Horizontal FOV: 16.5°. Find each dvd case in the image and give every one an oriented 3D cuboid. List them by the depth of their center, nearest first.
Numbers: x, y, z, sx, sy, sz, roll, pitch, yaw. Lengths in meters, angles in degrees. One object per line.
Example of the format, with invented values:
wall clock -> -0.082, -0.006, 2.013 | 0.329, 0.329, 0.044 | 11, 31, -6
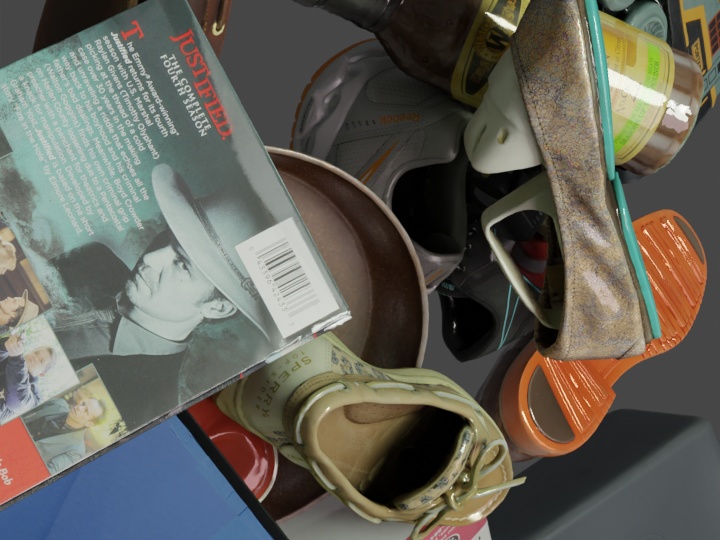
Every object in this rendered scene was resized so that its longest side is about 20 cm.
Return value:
dvd case -> -0.119, -0.001, 0.912 | 0.200, 0.022, 0.146 | -29, 91, -21

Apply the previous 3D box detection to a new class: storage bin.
storage bin -> 0.134, 0.171, 1.412 | 0.200, 0.145, 0.135 | -29, 108, -32

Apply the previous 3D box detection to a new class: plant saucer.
plant saucer -> -0.069, 0.029, 1.092 | 0.200, 0.035, 0.201 | -9, 120, -16

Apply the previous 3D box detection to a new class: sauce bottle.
sauce bottle -> 0.058, -0.103, 1.106 | 0.199, 0.065, 0.065 | 20, 103, -23

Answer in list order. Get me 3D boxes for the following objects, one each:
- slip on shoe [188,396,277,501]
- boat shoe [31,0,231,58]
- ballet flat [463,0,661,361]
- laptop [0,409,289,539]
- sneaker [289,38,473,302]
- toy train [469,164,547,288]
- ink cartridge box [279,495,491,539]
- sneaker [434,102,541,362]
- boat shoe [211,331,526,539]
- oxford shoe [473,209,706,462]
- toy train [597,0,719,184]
slip on shoe -> -0.103, 0.045, 1.032 | 0.074, 0.061, 0.200 | -40, 124, 2
boat shoe -> -0.076, -0.135, 0.985 | 0.070, 0.070, 0.200 | -4, 128, -39
ballet flat -> 0.081, -0.039, 1.055 | 0.067, 0.068, 0.200 | -12, 121, 5
laptop -> -0.156, 0.085, 0.932 | 0.177, 0.103, 0.200 | -40, 121, -1
sneaker -> 0.000, 0.000, 1.150 | 0.076, 0.092, 0.201 | -9, 124, -46
toy train -> 0.093, -0.013, 1.171 | 0.046, 0.034, 0.200 | -56, 151, -7
ink cartridge box -> -0.004, 0.174, 1.255 | 0.147, 0.083, 0.200 | -44, 152, -17
sneaker -> 0.064, -0.031, 1.216 | 0.079, 0.075, 0.200 | -38, 139, -20
boat shoe -> 0.013, 0.079, 1.079 | 0.200, 0.063, 0.073 | 27, 99, -51
oxford shoe -> 0.119, 0.032, 1.346 | 0.200, 0.073, 0.071 | -41, 102, -40
toy train -> 0.129, -0.137, 1.213 | 0.114, 0.085, 0.200 | -50, 143, -29
